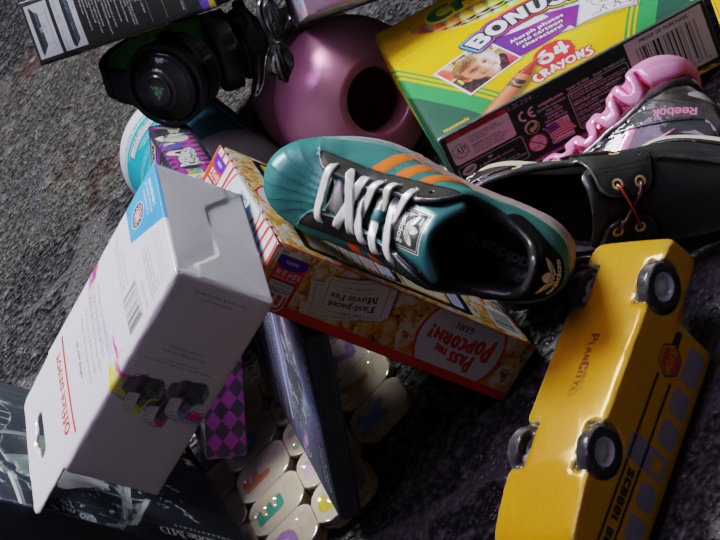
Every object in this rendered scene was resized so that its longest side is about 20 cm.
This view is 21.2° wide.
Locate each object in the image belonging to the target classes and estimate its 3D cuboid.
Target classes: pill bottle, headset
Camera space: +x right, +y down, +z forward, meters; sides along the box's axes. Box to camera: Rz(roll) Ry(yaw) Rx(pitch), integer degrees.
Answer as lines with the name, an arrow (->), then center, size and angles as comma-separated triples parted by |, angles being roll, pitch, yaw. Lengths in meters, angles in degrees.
pill bottle -> -0.119, -0.072, 1.569 | 0.111, 0.111, 0.200 | -50, 31, 1
headset -> -0.119, -0.171, 1.452 | 0.123, 0.095, 0.199 | -32, 31, -32

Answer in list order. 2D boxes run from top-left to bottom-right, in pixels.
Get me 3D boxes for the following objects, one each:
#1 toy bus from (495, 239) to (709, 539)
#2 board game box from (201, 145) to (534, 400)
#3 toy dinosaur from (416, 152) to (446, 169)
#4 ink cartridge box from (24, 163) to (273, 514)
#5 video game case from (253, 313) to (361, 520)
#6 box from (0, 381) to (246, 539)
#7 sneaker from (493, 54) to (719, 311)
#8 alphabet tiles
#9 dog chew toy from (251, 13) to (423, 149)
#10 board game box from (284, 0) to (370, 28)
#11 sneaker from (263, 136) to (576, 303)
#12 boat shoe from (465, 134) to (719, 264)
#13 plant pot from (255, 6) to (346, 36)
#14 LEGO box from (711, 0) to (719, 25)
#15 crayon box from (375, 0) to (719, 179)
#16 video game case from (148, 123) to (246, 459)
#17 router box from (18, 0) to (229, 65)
toy bus -> 0.144, 0.083, 1.105 | 0.065, 0.078, 0.201 | -7, 52, 49
board game box -> 0.000, 0.000, 1.255 | 0.047, 0.199, 0.152 | -59, 28, 16
toy dinosaur -> 0.098, -0.092, 1.362 | 0.106, 0.060, 0.201 | -39, 34, 15
ink cartridge box -> -0.135, 0.052, 1.183 | 0.201, 0.067, 0.116 | -57, 29, 27
video game case -> -0.047, 0.057, 1.304 | 0.019, 0.144, 0.200 | -17, 31, -12
box -> -0.201, 0.181, 1.309 | 0.125, 0.199, 0.197 | -64, 30, 13
sneaker -> 0.161, -0.041, 1.230 | 0.200, 0.079, 0.096 | -48, 52, 13
alphabet tiles -> -0.050, 0.129, 1.367 | 0.196, 0.015, 0.200 | -45, 32, 10
dog chew toy -> -0.027, -0.139, 1.520 | 0.125, 0.124, 0.200 | -56, 24, -9
board game box -> 0.041, -0.236, 1.443 | 0.197, 0.044, 0.200 | -20, 6, -3
sneaker -> 0.029, -0.032, 1.134 | 0.080, 0.198, 0.072 | -14, -59, -75
boat shoe -> 0.154, -0.038, 1.172 | 0.199, 0.074, 0.063 | -4, 16, 17
plant pot -> -0.104, -0.189, 1.631 | 0.198, 0.028, 0.200 | -20, 3, 1
LEGO box -> 0.314, -0.198, 1.178 | 0.199, 0.077, 0.150 | -36, 34, 24
crayon box -> 0.126, -0.156, 1.339 | 0.199, 0.059, 0.173 | -28, 35, 1
video game case -> -0.120, 0.011, 1.411 | 0.035, 0.202, 0.181 | -7, 21, -14
router box -> -0.147, -0.222, 1.484 | 0.156, 0.053, 0.200 | -15, 12, 24
